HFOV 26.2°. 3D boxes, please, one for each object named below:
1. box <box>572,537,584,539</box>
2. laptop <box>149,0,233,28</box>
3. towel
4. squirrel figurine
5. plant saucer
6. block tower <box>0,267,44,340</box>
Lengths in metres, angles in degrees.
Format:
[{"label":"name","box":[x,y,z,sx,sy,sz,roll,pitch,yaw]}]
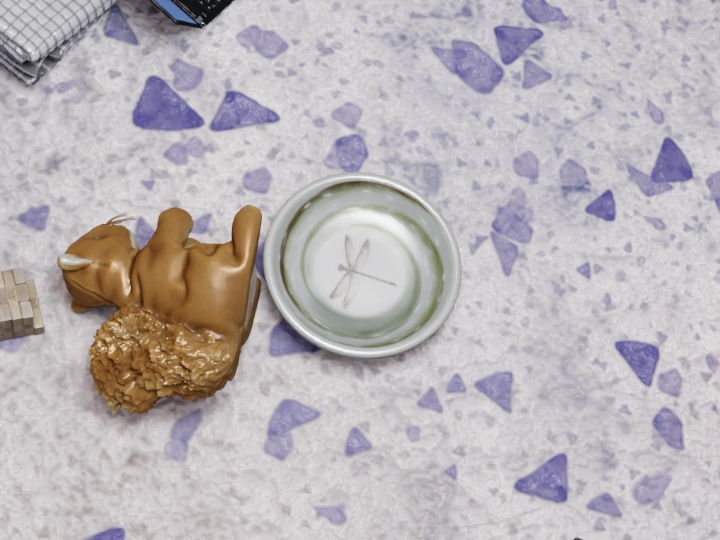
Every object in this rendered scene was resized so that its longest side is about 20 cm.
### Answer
[{"label":"box","box":[0.240,0.359,1.383,0.200,0.124,0.149,24,57,-4]},{"label":"laptop","box":[-0.202,-0.351,1.621,0.177,0.103,0.200,43,63,1]},{"label":"towel","box":[-0.360,-0.305,1.605,0.200,0.086,0.166,39,59,2]},{"label":"squirrel figurine","box":[-0.199,0.033,1.465,0.187,0.142,0.200,10,64,2]},{"label":"plant saucer","box":[0.000,0.000,1.554,0.200,0.050,0.200,3,68,-7]},{"label":"block tower","box":[-0.406,0.046,1.468,0.200,0.058,0.054,-11,71,-14]}]
